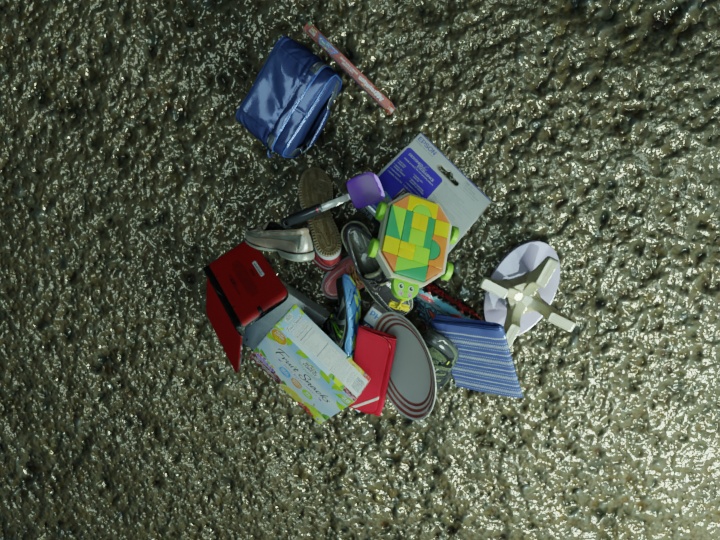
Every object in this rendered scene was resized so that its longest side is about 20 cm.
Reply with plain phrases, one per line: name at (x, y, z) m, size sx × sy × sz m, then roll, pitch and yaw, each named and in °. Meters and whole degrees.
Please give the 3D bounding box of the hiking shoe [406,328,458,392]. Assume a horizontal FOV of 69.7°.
hiking shoe at (0.132, 0.194, 0.985) m, size 0.075 × 0.101 × 0.202 m, roll 27°, pitch 149°, yaw 27°

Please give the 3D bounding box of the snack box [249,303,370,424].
snack box at (-0.101, 0.184, 0.991) m, size 0.200 × 0.068 × 0.169 m, roll 44°, pitch 140°, yaw -2°

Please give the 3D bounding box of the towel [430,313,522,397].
towel at (0.223, 0.164, 0.984) m, size 0.143 × 0.024 × 0.202 m, roll 4°, pitch 134°, yaw 36°

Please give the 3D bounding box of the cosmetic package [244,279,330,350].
cosmetic package at (-0.137, 0.133, 1.086) m, size 0.199 × 0.052 × 0.152 m, roll 34°, pitch 102°, yaw 1°

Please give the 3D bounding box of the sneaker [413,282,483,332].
sneaker at (0.143, 0.086, 1.022) m, size 0.198 × 0.079 × 0.096 m, roll 33°, pitch 106°, yaw 1°

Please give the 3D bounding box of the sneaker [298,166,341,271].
sneaker at (-0.080, -0.096, 1.027) m, size 0.070 × 0.113 × 0.203 m, roll -9°, pitch 68°, yaw -7°

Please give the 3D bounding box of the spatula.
spatula at (-0.054, -0.118, 0.923) m, size 0.197 × 0.021 × 0.057 m, roll -21°, pitch 99°, yaw 9°

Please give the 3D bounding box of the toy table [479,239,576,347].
toy table at (0.307, 0.047, 0.971) m, size 0.181 × 0.117 × 0.203 m, roll 15°, pitch 104°, yaw 5°

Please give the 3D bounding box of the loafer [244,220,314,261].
loafer at (-0.158, -0.069, 1.003) m, size 0.198 × 0.071 × 0.064 m, roll 19°, pitch 115°, yaw 43°

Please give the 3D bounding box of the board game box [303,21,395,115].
board game box at (-0.016, -0.365, 0.944) m, size 0.200 × 0.103 × 0.019 m, roll 44°, pitch 105°, yaw -2°

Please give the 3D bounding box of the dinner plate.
dinner plate at (0.082, 0.173, 0.951) m, size 0.024 × 0.199 × 0.204 m, roll -11°, pitch 102°, yaw -28°

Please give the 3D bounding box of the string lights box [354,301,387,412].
string lights box at (0.015, 0.176, 1.068) m, size 0.102 × 0.059 × 0.202 m, roll 34°, pitch 104°, yaw 4°

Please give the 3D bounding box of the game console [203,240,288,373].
game console at (-0.235, 0.067, 1.045) m, size 0.171 × 0.200 × 0.119 m, roll -34°, pitch 139°, yaw -10°

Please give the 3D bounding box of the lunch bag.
lunch bag at (-0.125, -0.301, 0.955) m, size 0.131 × 0.136 × 0.201 m, roll 35°, pitch 104°, yaw 1°

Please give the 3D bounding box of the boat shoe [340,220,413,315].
boat shoe at (0.028, 0.002, 0.935) m, size 0.071 × 0.065 × 0.202 m, roll -30°, pitch 96°, yaw 8°

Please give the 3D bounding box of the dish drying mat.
dish drying mat at (0.019, 0.197, 0.990) m, size 0.076 × 0.018 × 0.203 m, roll 17°, pitch 124°, yaw 13°

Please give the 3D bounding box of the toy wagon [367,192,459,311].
toy wagon at (0.091, -0.030, 0.897) m, size 0.153 × 0.040 × 0.203 m, roll 16°, pitch 72°, yaw -12°

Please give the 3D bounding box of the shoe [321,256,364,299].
shoe at (0.000, 0.000, 1.019) m, size 0.198 × 0.091 × 0.072 m, roll -30°, pitch 96°, yaw 13°

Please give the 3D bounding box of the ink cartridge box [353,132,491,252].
ink cartridge box at (0.119, -0.127, 0.975) m, size 0.198 × 0.043 × 0.200 m, roll 44°, pitch 69°, yaw 0°

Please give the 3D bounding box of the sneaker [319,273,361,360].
sneaker at (-0.044, 0.106, 0.998) m, size 0.081 × 0.071 × 0.203 m, roll 10°, pitch 109°, yaw 14°
